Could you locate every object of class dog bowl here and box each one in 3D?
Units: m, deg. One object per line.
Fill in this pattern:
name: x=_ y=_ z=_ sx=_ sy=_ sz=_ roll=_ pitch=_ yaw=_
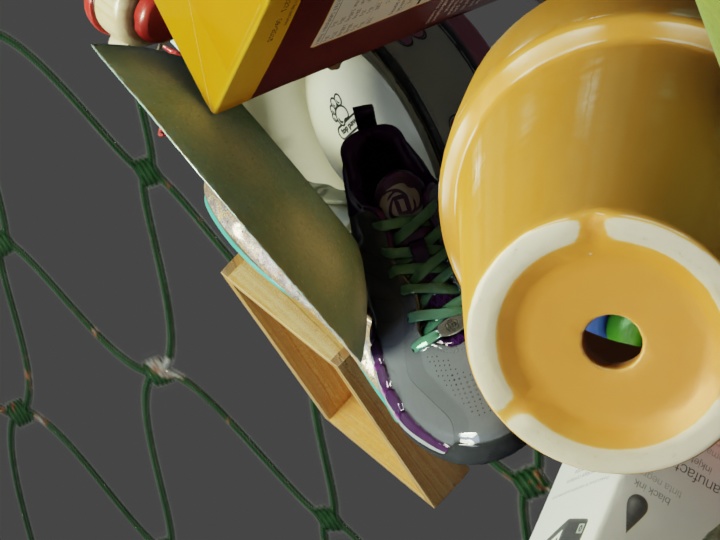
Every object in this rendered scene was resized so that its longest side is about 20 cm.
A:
dog bowl: x=0.010 y=-0.077 z=1.567 sx=0.200 sy=0.074 sz=0.200 roll=37 pitch=144 yaw=33

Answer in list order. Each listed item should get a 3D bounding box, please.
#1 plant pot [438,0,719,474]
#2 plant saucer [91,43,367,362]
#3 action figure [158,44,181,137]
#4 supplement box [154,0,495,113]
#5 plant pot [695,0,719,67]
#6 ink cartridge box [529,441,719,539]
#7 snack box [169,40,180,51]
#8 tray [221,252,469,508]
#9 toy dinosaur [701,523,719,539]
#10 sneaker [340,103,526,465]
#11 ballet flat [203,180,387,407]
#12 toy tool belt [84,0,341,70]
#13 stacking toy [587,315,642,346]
plant pot: x=0.123 y=-0.008 z=1.274 sx=0.200 sy=0.183 sz=0.200 roll=6 pitch=117 yaw=11
plant saucer: x=-0.051 y=-0.043 z=1.385 sx=0.201 sy=0.039 sz=0.201 roll=50 pitch=178 yaw=2
action figure: x=-0.074 y=-0.078 z=1.669 sx=0.065 sy=0.099 sz=0.200 roll=-4 pitch=111 yaw=58
supplement box: x=-0.011 y=-0.213 z=1.305 sx=0.197 sy=0.200 sz=0.133 roll=63 pitch=159 yaw=11
plant pot: x=0.196 y=-0.148 z=1.143 sx=0.200 sy=0.200 sz=0.190 roll=34 pitch=153 yaw=36
ink cartridge box: x=0.150 y=0.184 z=1.428 sx=0.145 sy=0.200 sz=0.084 roll=33 pitch=154 yaw=-14
snack box: x=-0.102 y=-0.219 z=1.544 sx=0.116 sy=0.037 sz=0.200 roll=47 pitch=147 yaw=17
tray: x=-0.005 y=0.060 z=1.673 sx=0.099 sy=0.037 sz=0.200 roll=38 pitch=169 yaw=31
toy dinosaur: x=0.195 y=0.138 z=1.362 sx=0.077 sy=0.200 sz=0.102 roll=28 pitch=-171 yaw=-22
sneaker: x=0.027 y=0.006 z=1.398 sx=0.200 sy=0.074 sz=0.088 roll=-116 pitch=3 yaw=-47
ballet flat: x=0.000 y=0.000 z=1.530 sx=0.200 sy=0.068 sz=0.067 roll=45 pitch=128 yaw=11
toy tool belt: x=-0.026 y=-0.159 z=1.424 sx=0.123 sy=0.200 sz=0.125 roll=35 pitch=151 yaw=38
stacking toy: x=0.151 y=0.020 z=1.447 sx=0.200 sy=0.085 sz=0.085 roll=39 pitch=145 yaw=23
